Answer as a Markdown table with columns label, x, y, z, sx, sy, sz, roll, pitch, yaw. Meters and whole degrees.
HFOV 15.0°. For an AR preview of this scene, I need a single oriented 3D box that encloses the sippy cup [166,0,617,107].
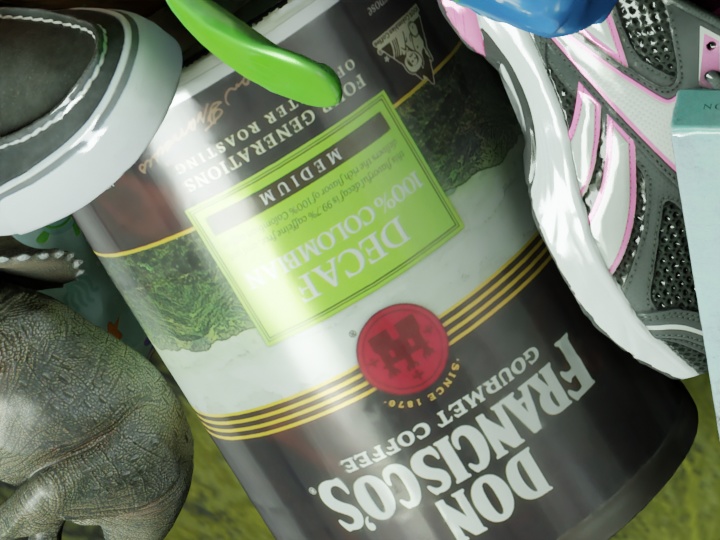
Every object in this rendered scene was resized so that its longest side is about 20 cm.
| label | x | y | z | sx | sy | sz | roll | pitch | yaw |
| --- | --- | --- | --- | --- | --- | --- | --- | --- | --- |
| sippy cup | 0.027 | -0.134 | 0.755 | 0.130 | 0.140 | 0.178 | 31 | 115 | 15 |

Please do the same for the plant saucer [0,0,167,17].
| label | x | y | z | sx | sy | sz | roll | pitch | yaw |
| --- | --- | --- | --- | --- | --- | --- | --- | --- | --- |
| plant saucer | -0.146 | -0.118 | 0.887 | 0.200 | 0.200 | 0.032 | 21 | 101 | 22 |

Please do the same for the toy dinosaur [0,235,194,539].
| label | x | y | z | sx | sy | sz | roll | pitch | yaw |
| --- | --- | --- | --- | --- | --- | --- | --- | --- | --- |
| toy dinosaur | -0.102 | 0.052 | 0.896 | 0.102 | 0.077 | 0.200 | -36 | 108 | 9 |

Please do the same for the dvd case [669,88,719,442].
| label | x | y | z | sx | sy | sz | roll | pitch | yaw |
| --- | --- | --- | --- | --- | --- | --- | --- | --- | --- |
| dvd case | 0.176 | 0.024 | 0.822 | 0.145 | 0.022 | 0.200 | 2 | 138 | 16 |

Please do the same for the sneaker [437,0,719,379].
| label | x | y | z | sx | sy | sz | roll | pitch | yaw |
| --- | --- | --- | --- | --- | --- | --- | --- | --- | --- |
| sneaker | 0.093 | -0.056 | 0.844 | 0.086 | 0.080 | 0.200 | -17 | 117 | 30 |

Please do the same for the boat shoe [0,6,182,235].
| label | x | y | z | sx | sy | sz | roll | pitch | yaw |
| --- | --- | --- | --- | --- | --- | --- | --- | --- | --- |
| boat shoe | -0.136 | -0.050 | 0.835 | 0.200 | 0.069 | 0.057 | -6 | 150 | 46 |

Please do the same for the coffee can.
| label | x | y | z | sx | sy | sz | roll | pitch | yaw |
| --- | --- | --- | --- | --- | --- | --- | --- | --- | --- |
| coffee can | 0.000 | 0.000 | 0.898 | 0.146 | 0.146 | 0.200 | -19 | 109 | 42 |

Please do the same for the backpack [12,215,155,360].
| label | x | y | z | sx | sy | sz | roll | pitch | yaw |
| --- | --- | --- | --- | --- | --- | --- | --- | --- | --- |
| backpack | -0.171 | -0.003 | 1.010 | 0.199 | 0.151 | 0.178 | 13 | 158 | 21 |
